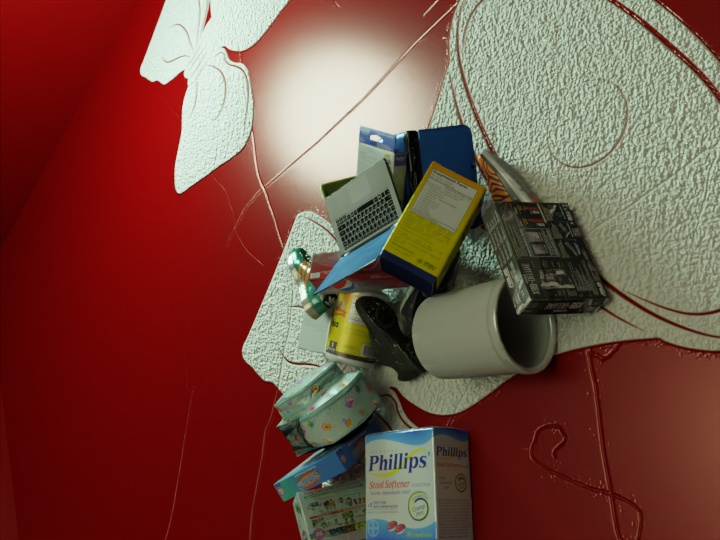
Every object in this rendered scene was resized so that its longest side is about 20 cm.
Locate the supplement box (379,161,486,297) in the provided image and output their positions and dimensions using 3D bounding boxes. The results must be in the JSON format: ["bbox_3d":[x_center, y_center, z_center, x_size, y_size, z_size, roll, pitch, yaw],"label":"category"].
[{"bbox_3d":[0.129,-0.072,1.439,0.109,0.110,0.201,28,80,10],"label":"supplement box"}]

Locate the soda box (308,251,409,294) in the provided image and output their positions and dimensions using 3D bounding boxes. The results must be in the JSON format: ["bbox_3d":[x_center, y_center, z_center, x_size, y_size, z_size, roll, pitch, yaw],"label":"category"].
[{"bbox_3d":[0.000,0.000,1.626,0.199,0.070,0.064,-6,57,22],"label":"soda box"}]

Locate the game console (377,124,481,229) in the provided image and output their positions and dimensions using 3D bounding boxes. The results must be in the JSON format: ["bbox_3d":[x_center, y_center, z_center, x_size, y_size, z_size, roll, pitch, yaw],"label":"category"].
[{"bbox_3d":[0.129,-0.170,1.572,0.170,0.118,0.201,-4,93,56],"label":"game console"}]

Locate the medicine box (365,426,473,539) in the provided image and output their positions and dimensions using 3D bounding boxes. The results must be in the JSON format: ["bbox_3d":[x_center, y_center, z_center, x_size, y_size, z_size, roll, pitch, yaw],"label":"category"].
[{"bbox_3d":[0.105,0.401,1.497,0.182,0.103,0.201,-18,66,44],"label":"medicine box"}]

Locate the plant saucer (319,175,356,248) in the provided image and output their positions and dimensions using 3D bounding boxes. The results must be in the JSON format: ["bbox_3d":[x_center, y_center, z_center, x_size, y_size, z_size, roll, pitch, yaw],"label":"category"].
[{"bbox_3d":[0.033,-0.125,1.701,0.048,0.199,0.200,82,171,-49],"label":"plant saucer"}]

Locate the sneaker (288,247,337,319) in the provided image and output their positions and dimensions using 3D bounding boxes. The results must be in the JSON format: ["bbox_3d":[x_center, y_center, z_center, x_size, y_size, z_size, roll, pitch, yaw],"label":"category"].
[{"bbox_3d":[-0.098,0.014,1.763,0.080,0.071,0.200,-36,47,15],"label":"sneaker"}]

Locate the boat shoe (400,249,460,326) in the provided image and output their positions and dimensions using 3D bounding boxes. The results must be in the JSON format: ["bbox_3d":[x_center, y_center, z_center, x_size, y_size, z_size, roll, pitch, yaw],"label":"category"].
[{"bbox_3d":[0.142,0.030,1.584,0.200,0.074,0.062,-62,29,24],"label":"boat shoe"}]

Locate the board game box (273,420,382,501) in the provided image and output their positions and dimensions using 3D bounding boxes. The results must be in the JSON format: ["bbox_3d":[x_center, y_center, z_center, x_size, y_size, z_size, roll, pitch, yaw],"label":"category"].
[{"bbox_3d":[-0.063,0.391,1.650,0.200,0.152,0.045,-35,85,37],"label":"board game box"}]

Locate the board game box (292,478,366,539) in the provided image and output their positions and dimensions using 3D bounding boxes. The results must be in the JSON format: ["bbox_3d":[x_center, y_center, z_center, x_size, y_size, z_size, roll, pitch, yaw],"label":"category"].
[{"bbox_3d":[-0.036,0.524,1.579,0.064,0.147,0.201,109,148,-51],"label":"board game box"}]

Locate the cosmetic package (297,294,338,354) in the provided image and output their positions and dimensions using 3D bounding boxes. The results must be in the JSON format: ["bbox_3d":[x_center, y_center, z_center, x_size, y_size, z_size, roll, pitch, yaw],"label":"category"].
[{"bbox_3d":[-0.068,0.087,1.804,0.101,0.071,0.201,5,82,49],"label":"cosmetic package"}]

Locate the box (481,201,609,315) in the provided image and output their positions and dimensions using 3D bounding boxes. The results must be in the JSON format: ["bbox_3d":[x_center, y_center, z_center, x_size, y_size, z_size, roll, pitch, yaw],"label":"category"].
[{"bbox_3d":[0.308,-0.023,1.352,0.050,0.157,0.201,121,141,-51],"label":"box"}]

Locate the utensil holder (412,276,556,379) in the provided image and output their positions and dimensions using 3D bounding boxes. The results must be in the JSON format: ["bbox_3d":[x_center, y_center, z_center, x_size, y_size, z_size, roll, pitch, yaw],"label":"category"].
[{"bbox_3d":[0.213,0.106,1.417,0.200,0.170,0.171,-15,67,46],"label":"utensil holder"}]

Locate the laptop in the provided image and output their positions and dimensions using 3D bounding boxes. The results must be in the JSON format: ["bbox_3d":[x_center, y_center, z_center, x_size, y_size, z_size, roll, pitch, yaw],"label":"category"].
[{"bbox_3d":[-0.021,-0.082,1.513,0.187,0.116,0.201,-29,73,42],"label":"laptop"}]

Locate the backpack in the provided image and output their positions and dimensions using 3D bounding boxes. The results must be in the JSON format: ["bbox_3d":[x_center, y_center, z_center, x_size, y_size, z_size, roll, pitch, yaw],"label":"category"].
[{"bbox_3d":[-0.065,0.275,1.637,0.200,0.176,0.154,-19,103,52],"label":"backpack"}]

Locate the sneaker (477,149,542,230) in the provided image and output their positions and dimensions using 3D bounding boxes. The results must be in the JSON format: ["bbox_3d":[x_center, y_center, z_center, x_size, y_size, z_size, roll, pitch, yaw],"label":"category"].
[{"bbox_3d":[0.254,-0.135,1.510,0.112,0.077,0.200,-50,47,24],"label":"sneaker"}]

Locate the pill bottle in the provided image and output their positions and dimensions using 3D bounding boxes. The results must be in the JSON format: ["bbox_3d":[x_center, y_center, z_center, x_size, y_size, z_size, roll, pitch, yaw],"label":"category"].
[{"bbox_3d":[-0.002,0.100,1.700,0.109,0.109,0.201,11,86,49],"label":"pill bottle"}]

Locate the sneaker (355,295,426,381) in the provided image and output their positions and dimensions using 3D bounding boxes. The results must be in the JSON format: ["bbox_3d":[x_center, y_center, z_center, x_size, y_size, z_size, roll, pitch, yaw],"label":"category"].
[{"bbox_3d":[0.049,0.141,1.617,0.200,0.076,0.091,52,131,11],"label":"sneaker"}]

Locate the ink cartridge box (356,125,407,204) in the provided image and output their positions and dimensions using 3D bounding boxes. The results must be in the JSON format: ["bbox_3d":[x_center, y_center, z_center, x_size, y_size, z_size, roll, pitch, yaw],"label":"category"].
[{"bbox_3d":[0.038,-0.174,1.566,0.119,0.042,0.201,27,121,50],"label":"ink cartridge box"}]
